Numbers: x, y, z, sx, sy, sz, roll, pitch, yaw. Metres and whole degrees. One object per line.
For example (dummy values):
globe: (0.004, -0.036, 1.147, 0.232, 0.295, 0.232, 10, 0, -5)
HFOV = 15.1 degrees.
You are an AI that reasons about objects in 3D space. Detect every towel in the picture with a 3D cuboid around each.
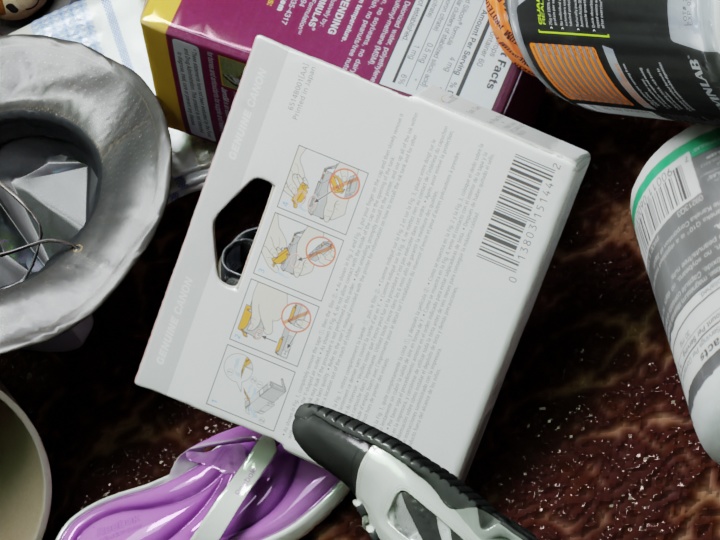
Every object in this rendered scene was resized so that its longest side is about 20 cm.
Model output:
towel: (-0.130, -0.098, 1.570, 0.199, 0.024, 0.147, -24, 67, 4)

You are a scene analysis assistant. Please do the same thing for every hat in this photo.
hat: (-0.187, -0.026, 1.496, 0.200, 0.081, 0.201, -6, 60, 10)

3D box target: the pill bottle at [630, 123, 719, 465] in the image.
pill bottle: (0.205, 0.029, 1.310, 0.113, 0.113, 0.200, -24, 51, 15)

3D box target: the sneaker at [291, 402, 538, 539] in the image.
sneaker: (0.033, 0.144, 1.330, 0.200, 0.074, 0.089, 37, 93, 15)

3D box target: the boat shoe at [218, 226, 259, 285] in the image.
boat shoe: (-0.044, 0.001, 1.457, 0.200, 0.066, 0.070, -42, 37, 38)

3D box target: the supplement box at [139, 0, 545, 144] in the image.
supplement box: (-0.006, -0.116, 1.469, 0.199, 0.131, 0.103, 20, 68, 9)

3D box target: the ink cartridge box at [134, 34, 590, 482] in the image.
ink cartridge box: (0.000, 0.000, 1.385, 0.176, 0.045, 0.201, 23, 106, 9)

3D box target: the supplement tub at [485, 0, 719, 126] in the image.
supplement tub: (0.154, -0.133, 1.317, 0.123, 0.122, 0.200, -56, 31, -13)

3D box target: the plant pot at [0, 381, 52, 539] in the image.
plant pot: (-0.287, 0.082, 1.538, 0.187, 0.187, 0.200, -38, 35, 3)

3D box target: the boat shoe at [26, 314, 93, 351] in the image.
boat shoe: (-0.228, -0.005, 1.618, 0.200, 0.071, 0.070, 11, 66, 40)

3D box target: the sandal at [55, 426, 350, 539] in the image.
sandal: (-0.082, 0.121, 1.459, 0.202, 0.050, 0.083, -30, 50, 10)

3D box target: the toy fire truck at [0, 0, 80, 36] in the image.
toy fire truck: (-0.235, -0.145, 1.644, 0.200, 0.168, 0.112, -38, 49, 3)
